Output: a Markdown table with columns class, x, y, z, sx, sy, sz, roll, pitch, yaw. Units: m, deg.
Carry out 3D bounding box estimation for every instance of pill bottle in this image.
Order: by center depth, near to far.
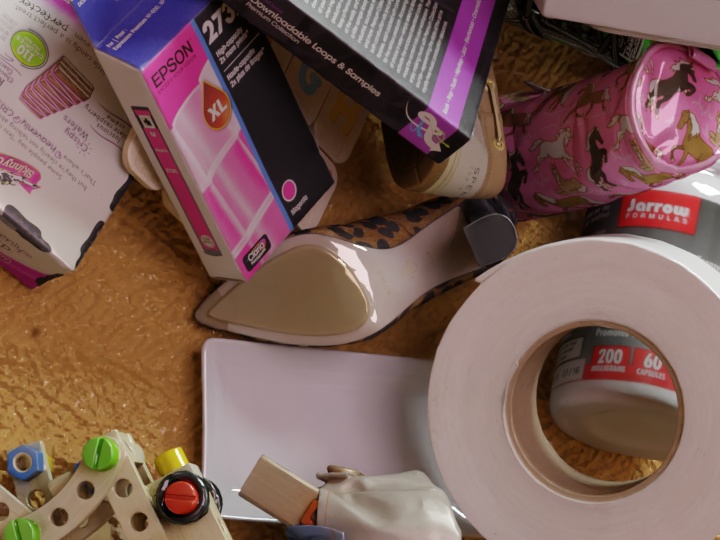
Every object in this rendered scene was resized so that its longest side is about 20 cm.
| class | x | y | z | sx | sy | sz | roll | pitch | yaw |
| --- | --- | --- | --- | --- | --- | --- | --- | --- | --- |
| pill bottle | 0.189 | 0.008 | 1.754 | 0.114 | 0.114 | 0.201 | 22 | 68 | -24 |

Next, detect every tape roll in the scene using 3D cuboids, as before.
| class | x | y | z | sx | sy | sz | roll | pitch | yaw |
| --- | --- | --- | --- | --- | --- | --- | --- | --- | --- |
| tape roll | 0.142 | 0.078 | 1.639 | 0.203 | 0.202 | 0.071 | 70 | 16 | 2 |

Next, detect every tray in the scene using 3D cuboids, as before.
| class | x | y | z | sx | sy | sz | roll | pitch | yaw |
| --- | --- | --- | --- | --- | --- | --- | --- | --- | --- |
| tray | -0.009 | 0.102 | 1.671 | 0.199 | 0.022 | 0.108 | 7 | 75 | -29 |

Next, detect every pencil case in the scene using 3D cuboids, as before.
| class | x | y | z | sx | sy | sz | roll | pitch | yaw |
| --- | --- | --- | --- | --- | --- | --- | --- | --- | --- |
| pencil case | 0.141 | -0.083 | 1.697 | 0.083 | 0.200 | 0.087 | -16 | 92 | -31 |

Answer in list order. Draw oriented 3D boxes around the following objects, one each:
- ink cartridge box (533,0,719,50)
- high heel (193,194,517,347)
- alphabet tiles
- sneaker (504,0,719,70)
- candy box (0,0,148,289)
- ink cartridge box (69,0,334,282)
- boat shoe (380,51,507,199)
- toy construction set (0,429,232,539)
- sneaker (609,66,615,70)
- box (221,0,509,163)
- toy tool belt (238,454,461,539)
| class | x | y | z | sx | sy | sz | roll | pitch | yaw |
| --- | --- | --- | --- | --- | --- | --- | --- | --- | --- |
| ink cartridge box | 0.184 | -0.244 | 1.641 | 0.144 | 0.147 | 0.201 | 9 | 106 | -5 |
| high heel | 0.000 | 0.000 | 1.693 | 0.199 | 0.143 | 0.072 | -15 | 95 | 2 |
| alphabet tiles | -0.065 | -0.113 | 1.644 | 0.200 | 0.015 | 0.196 | 46 | 59 | -42 |
| sneaker | 0.151 | -0.171 | 1.773 | 0.199 | 0.078 | 0.085 | 10 | 30 | -17 |
| candy box | -0.177 | -0.110 | 1.603 | 0.136 | 0.061 | 0.200 | 41 | 60 | -18 |
| ink cartridge box | -0.087 | -0.099 | 1.586 | 0.095 | 0.037 | 0.200 | -49 | 128 | -32 |
| boat shoe | 0.049 | -0.123 | 1.703 | 0.066 | 0.074 | 0.201 | 19 | 50 | -29 |
| toy construction set | -0.125 | 0.172 | 1.532 | 0.131 | 0.092 | 0.201 | -27 | 93 | 4 |
| sneaker | 0.252 | -0.101 | 1.839 | 0.199 | 0.080 | 0.074 | 15 | 73 | -24 |
| box | -0.008 | -0.169 | 1.603 | 0.200 | 0.036 | 0.143 | 37 | 42 | -18 |
| toy tool belt | -0.019 | 0.208 | 1.592 | 0.122 | 0.125 | 0.201 | 6 | 94 | -11 |
